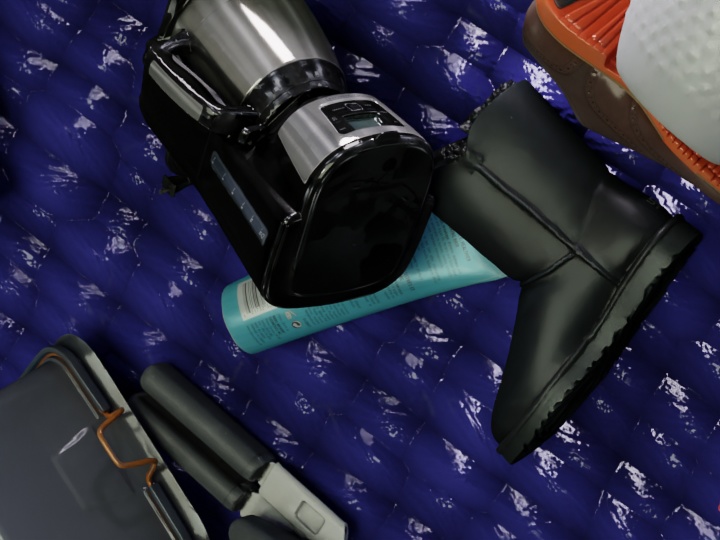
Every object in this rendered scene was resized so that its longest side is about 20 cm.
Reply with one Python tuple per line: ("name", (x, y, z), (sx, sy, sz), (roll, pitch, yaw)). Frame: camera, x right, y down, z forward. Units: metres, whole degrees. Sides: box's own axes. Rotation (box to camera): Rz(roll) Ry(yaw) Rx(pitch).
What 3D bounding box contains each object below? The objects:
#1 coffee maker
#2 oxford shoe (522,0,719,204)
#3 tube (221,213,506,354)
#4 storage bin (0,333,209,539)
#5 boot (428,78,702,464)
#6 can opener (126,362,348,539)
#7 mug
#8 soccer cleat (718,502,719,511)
("coffee maker", (-0.047, -0.073, 1.536), (0.200, 0.134, 0.193), (56, 162, 34))
("oxford shoe", (0.182, -0.103, 1.472), (0.200, 0.071, 0.073), (47, 149, 8))
("tube", (0.000, 0.000, 1.590), (0.199, 0.050, 0.078), (-22, 91, 25))
("storage bin", (-0.218, 0.164, 1.659), (0.201, 0.134, 0.146), (56, 139, 10))
("boot", (0.100, -0.001, 1.513), (0.168, 0.076, 0.201), (40, 108, 16))
("can opener", (-0.093, 0.144, 1.648), (0.200, 0.067, 0.054), (40, 113, 18))
("mug", (0.257, -0.139, 1.372), (0.199, 0.148, 0.175), (36, 109, -21))
("soccer cleat", (0.281, 0.220, 1.462), (0.076, 0.066, 0.201), (-16, 95, 61))
